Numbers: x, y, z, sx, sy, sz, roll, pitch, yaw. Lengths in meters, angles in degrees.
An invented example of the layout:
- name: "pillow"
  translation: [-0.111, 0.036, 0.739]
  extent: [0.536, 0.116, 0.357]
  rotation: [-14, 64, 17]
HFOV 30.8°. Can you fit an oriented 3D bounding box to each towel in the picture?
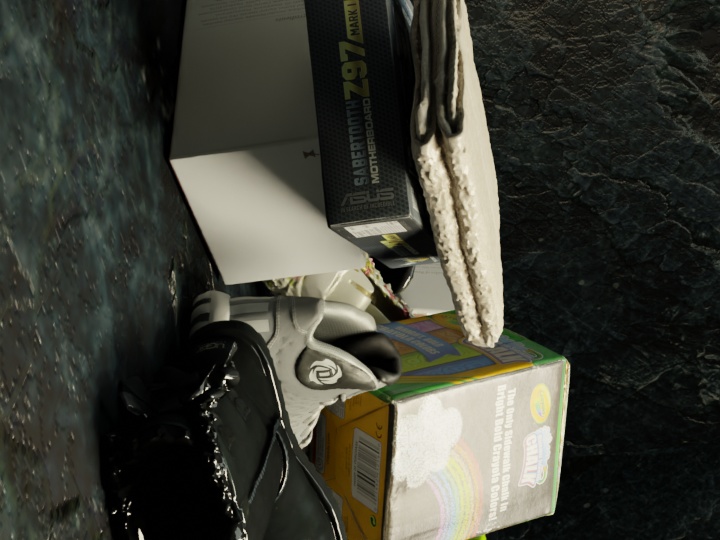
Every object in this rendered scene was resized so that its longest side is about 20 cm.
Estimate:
- name: "towel"
  translation: [0.056, -0.060, 0.762]
  extent: [0.200, 0.034, 0.133]
  rotation: [72, 17, -50]

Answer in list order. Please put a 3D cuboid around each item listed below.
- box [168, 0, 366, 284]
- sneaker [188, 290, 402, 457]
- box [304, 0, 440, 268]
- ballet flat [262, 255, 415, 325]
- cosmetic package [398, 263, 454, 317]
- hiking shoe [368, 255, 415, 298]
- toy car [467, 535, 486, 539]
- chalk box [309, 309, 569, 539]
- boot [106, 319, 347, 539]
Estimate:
- name: "box"
  translation: [-0.054, -0.110, 0.853]
  extent: [0.124, 0.097, 0.200]
  rotation: [73, 13, -50]
- name: "sneaker"
  translation: [-0.027, 0.081, 0.813]
  extent: [0.200, 0.115, 0.075]
  rotation: [72, 14, -53]
- name: "box"
  translation: [0.014, -0.091, 0.788]
  extent: [0.200, 0.051, 0.158]
  rotation: [29, 55, -78]
- name: "ballet flat"
  translation: [-0.001, 0.025, 0.970]
  extent: [0.200, 0.076, 0.064]
  rotation: [39, -2, -40]
- name: "cosmetic package"
  translation: [0.037, 0.019, 1.212]
  extent: [0.200, 0.074, 0.102]
  rotation: [-112, -150, -50]
- name: "hiking shoe"
  translation: [0.000, 0.000, 1.125]
  extent: [0.200, 0.100, 0.076]
  rotation: [-81, 162, -63]
- name: "toy car"
  translation: [0.004, 0.228, 1.003]
  extent: [0.200, 0.158, 0.164]
  rotation: [49, -26, 48]
- name: "chalk box"
  translation: [0.063, 0.107, 0.928]
  extent: [0.124, 0.200, 0.125]
  rotation: [24, -64, 51]
- name: "boot"
  translation: [-0.063, 0.129, 0.676]
  extent: [0.162, 0.073, 0.199]
  rotation: [-78, 152, -73]
